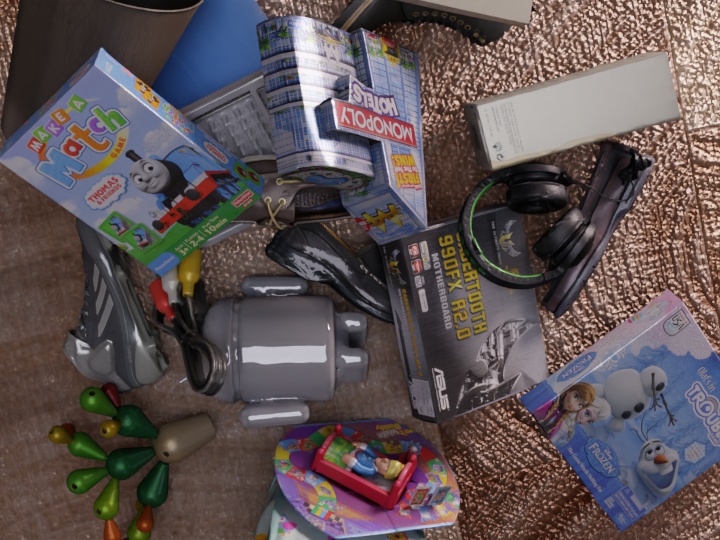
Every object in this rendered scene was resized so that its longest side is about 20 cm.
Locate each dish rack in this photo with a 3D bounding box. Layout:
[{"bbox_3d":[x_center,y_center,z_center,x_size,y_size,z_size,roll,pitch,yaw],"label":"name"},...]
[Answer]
[{"bbox_3d":[-0.128,-0.121,1.148,0.200,0.044,0.172,-27,138,2],"label":"dish rack"}]

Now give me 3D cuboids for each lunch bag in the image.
[{"bbox_3d":[-0.026,0.292,1.166,0.170,0.200,0.122,19,97,-6],"label":"lunch bag"}]

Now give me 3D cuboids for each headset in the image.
[{"bbox_3d":[0.198,-0.062,1.127,0.200,0.094,0.124,-25,81,-13],"label":"headset"}]

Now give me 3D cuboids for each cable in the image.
[{"bbox_3d":[-0.184,0.055,1.124,0.050,0.200,0.097,29,120,-33],"label":"cable"}]

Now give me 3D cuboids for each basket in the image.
[{"bbox_3d":[-0.264,-0.205,1.079,0.136,0.180,0.200,49,126,26],"label":"basket"}]

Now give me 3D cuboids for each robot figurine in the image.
[{"bbox_3d":[-0.091,0.084,1.176,0.200,0.113,0.170,0,62,-2],"label":"robot figurine"}]

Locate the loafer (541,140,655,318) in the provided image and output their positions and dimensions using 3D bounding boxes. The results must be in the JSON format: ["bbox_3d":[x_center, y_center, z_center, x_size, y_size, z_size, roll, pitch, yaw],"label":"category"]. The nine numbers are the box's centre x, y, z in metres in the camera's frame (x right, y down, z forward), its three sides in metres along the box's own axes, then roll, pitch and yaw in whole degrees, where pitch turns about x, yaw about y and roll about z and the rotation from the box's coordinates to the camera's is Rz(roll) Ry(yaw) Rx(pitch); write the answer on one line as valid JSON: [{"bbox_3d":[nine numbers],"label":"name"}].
[{"bbox_3d":[0.243,-0.046,1.202,0.063,0.072,0.200,31,89,12],"label":"loafer"}]

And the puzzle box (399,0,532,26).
[{"bbox_3d":[0.084,-0.326,1.105,0.200,0.025,0.133,9,91,-15],"label":"puzzle box"}]

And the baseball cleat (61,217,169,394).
[{"bbox_3d":[-0.280,0.039,1.184,0.106,0.070,0.200,-22,98,1],"label":"baseball cleat"}]

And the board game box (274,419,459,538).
[{"bbox_3d":[0.012,0.199,1.158,0.200,0.158,0.039,0,126,-27],"label":"board game box"}]

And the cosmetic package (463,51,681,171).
[{"bbox_3d":[0.216,-0.166,1.158,0.200,0.104,0.073,-15,99,1],"label":"cosmetic package"}]

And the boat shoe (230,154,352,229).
[{"bbox_3d":[-0.073,-0.076,1.142,0.200,0.060,0.072,-8,138,-17],"label":"boat shoe"}]

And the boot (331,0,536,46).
[{"bbox_3d":[0.074,-0.262,1.155,0.200,0.077,0.138,-40,103,5],"label":"boot"}]

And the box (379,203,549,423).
[{"bbox_3d":[0.112,0.042,1.176,0.158,0.048,0.200,-15,100,-30],"label":"box"}]

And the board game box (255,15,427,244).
[{"bbox_3d":[-0.003,-0.132,1.079,0.062,0.200,0.200,-18,76,33],"label":"board game box"}]

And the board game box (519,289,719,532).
[{"bbox_3d":[0.309,0.156,1.216,0.199,0.043,0.200,-38,113,3],"label":"board game box"}]

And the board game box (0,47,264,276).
[{"bbox_3d":[-0.216,-0.096,1.061,0.151,0.037,0.200,-36,121,28],"label":"board game box"}]

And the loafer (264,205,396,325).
[{"bbox_3d":[0.000,0.000,1.191,0.200,0.073,0.072,29,92,-7],"label":"loafer"}]

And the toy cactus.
[{"bbox_3d":[-0.239,0.202,1.205,0.165,0.102,0.200,-22,105,-23],"label":"toy cactus"}]

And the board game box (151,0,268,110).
[{"bbox_3d":[-0.176,-0.211,1.167,0.200,0.039,0.158,-38,96,14],"label":"board game box"}]
